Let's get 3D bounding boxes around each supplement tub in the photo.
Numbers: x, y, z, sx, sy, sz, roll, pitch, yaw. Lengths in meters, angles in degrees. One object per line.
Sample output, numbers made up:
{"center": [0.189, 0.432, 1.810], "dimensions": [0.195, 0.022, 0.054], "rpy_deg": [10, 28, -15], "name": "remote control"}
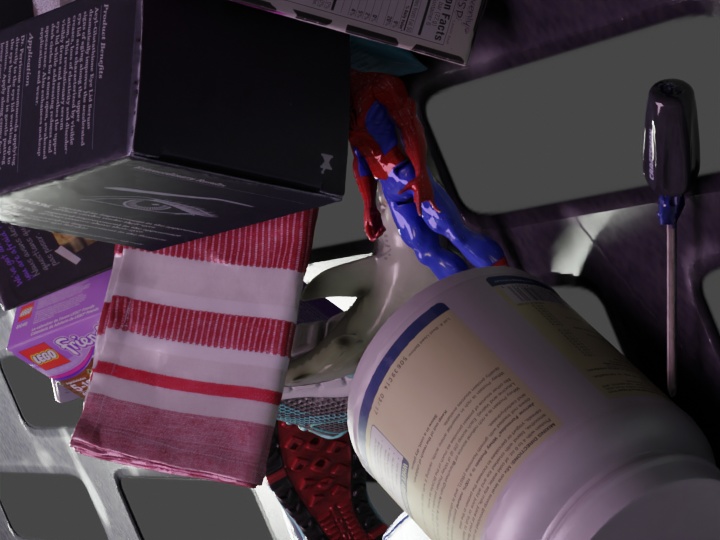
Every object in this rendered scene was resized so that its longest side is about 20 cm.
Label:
{"center": [0.099, 0.105, 1.573], "dimensions": [0.200, 0.145, 0.145], "rpy_deg": [45, 152, 44], "name": "supplement tub"}

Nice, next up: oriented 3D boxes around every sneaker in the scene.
{"center": [-0.041, 0.075, 1.871], "dimensions": [0.091, 0.200, 0.078], "rpy_deg": [68, -152, -47], "name": "sneaker"}
{"center": [-0.036, 0.152, 2.058], "dimensions": [0.096, 0.079, 0.200], "rpy_deg": [24, 135, 64], "name": "sneaker"}

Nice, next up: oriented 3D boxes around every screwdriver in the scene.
{"center": [0.152, -0.013, 1.472], "dimensions": [0.029, 0.028, 0.200], "rpy_deg": [21, 136, 22], "name": "screwdriver"}

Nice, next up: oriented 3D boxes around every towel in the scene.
{"center": [-0.097, 0.023, 1.763], "dimensions": [0.144, 0.023, 0.200], "rpy_deg": [7, 82, 36], "name": "towel"}

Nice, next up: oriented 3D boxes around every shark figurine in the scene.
{"center": [-0.003, 0.019, 1.798], "dimensions": [0.128, 0.214, 0.090], "rpy_deg": [41, -153, -15], "name": "shark figurine"}

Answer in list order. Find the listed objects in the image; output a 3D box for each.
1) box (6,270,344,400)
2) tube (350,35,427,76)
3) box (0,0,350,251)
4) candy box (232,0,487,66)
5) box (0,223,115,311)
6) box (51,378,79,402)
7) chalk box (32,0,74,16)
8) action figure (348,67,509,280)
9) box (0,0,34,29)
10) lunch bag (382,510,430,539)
{"center": [-0.118, 0.044, 1.955], "dimensions": [0.200, 0.039, 0.137], "rpy_deg": [-20, 137, 38], "name": "box"}
{"center": [-0.053, -0.170, 1.692], "dimensions": [0.200, 0.050, 0.077], "rpy_deg": [38, 170, -14], "name": "tube"}
{"center": [-0.121, -0.085, 1.672], "dimensions": [0.200, 0.148, 0.104], "rpy_deg": [-13, 71, 50], "name": "box"}
{"center": [-0.047, -0.170, 1.558], "dimensions": [0.136, 0.200, 0.061], "rpy_deg": [28, 102, 58], "name": "candy box"}
{"center": [-0.151, -0.063, 1.884], "dimensions": [0.122, 0.200, 0.106], "rpy_deg": [-75, -37, -84], "name": "box"}
{"center": [-0.182, -0.019, 2.099], "dimensions": [0.200, 0.112, 0.101], "rpy_deg": [-107, 9, -46], "name": "box"}
{"center": [-0.133, -0.243, 1.761], "dimensions": [0.124, 0.124, 0.200], "rpy_deg": [-174, 77, -69], "name": "chalk box"}
{"center": [0.029, -0.044, 1.684], "dimensions": [0.200, 0.052, 0.065], "rpy_deg": [60, 145, 3], "name": "action figure"}
{"center": [-0.211, -0.201, 1.909], "dimensions": [0.079, 0.200, 0.141], "rpy_deg": [37, 170, -27], "name": "box"}
{"center": [0.092, 0.226, 1.824], "dimensions": [0.200, 0.082, 0.161], "rpy_deg": [65, 163, 6], "name": "lunch bag"}
